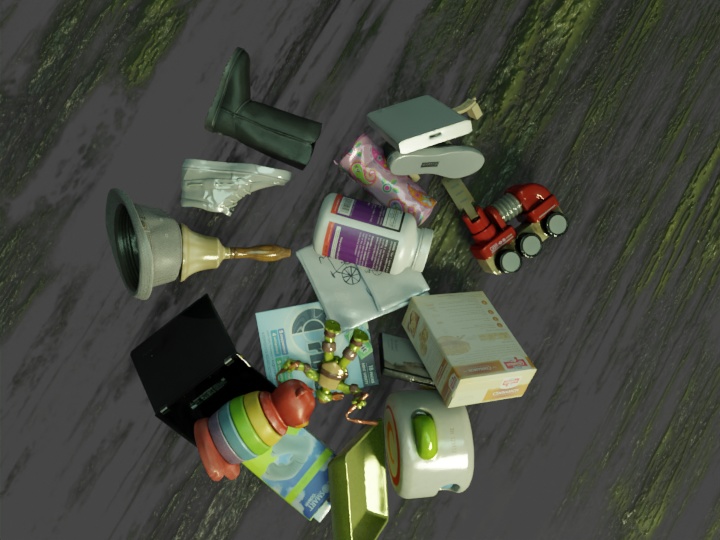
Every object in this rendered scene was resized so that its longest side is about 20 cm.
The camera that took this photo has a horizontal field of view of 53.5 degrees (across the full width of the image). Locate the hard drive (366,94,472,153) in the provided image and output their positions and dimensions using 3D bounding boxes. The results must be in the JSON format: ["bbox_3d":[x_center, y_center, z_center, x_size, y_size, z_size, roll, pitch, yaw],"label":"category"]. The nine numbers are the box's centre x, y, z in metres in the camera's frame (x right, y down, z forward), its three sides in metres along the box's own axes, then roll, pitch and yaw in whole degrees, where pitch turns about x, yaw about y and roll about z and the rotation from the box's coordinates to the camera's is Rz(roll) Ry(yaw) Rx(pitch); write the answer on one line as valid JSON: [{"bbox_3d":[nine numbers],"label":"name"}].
[{"bbox_3d":[0.100,-0.265,1.281,0.131,0.200,0.026,-19,119,-7],"label":"hard drive"}]

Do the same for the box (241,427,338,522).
[{"bbox_3d":[-0.112,0.352,1.291,0.200,0.048,0.122,41,83,-2],"label":"box"}]

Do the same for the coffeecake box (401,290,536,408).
[{"bbox_3d":[0.185,0.132,1.249,0.153,0.200,0.073,-3,131,-24],"label":"coffeecake box"}]

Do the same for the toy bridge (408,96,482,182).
[{"bbox_3d":[0.149,-0.257,1.348,0.200,0.027,0.067,-46,134,-6],"label":"toy bridge"}]

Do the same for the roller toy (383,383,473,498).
[{"bbox_3d":[0.122,0.299,1.256,0.139,0.200,0.183,-4,113,-9],"label":"roller toy"}]

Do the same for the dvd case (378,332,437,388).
[{"bbox_3d":[0.131,0.171,1.286,0.199,0.143,0.018,15,109,-6],"label":"dvd case"}]

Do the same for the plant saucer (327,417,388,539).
[{"bbox_3d":[-0.006,0.377,1.232,0.048,0.200,0.201,-1,96,19],"label":"plant saucer"}]

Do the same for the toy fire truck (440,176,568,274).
[{"bbox_3d":[0.257,-0.116,1.337,0.176,0.129,0.200,-37,102,-8],"label":"toy fire truck"}]

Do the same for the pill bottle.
[{"bbox_3d":[0.022,-0.060,1.258,0.199,0.112,0.113,16,85,1],"label":"pill bottle"}]

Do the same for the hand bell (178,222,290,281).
[{"bbox_3d":[-0.226,-0.032,1.293,0.199,0.104,0.105,0,87,-20],"label":"hand bell"}]

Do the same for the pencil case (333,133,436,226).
[{"bbox_3d":[0.047,-0.161,1.322,0.200,0.087,0.087,43,83,-3],"label":"pencil case"}]

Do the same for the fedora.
[{"bbox_3d":[-0.366,-0.049,1.235,0.090,0.177,0.200,-11,52,-33],"label":"fedora"}]

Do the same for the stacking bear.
[{"bbox_3d":[-0.168,0.255,1.205,0.200,0.121,0.114,-29,72,2],"label":"stacking bear"}]

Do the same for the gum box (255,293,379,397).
[{"bbox_3d":[-0.080,0.143,1.307,0.199,0.045,0.171,-11,88,-7],"label":"gum box"}]

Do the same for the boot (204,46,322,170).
[{"bbox_3d":[-0.163,-0.295,1.310,0.199,0.066,0.165,21,93,-2],"label":"boot"}]

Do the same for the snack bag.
[{"bbox_3d":[0.000,0.000,1.305,0.199,0.021,0.189,-23,73,-11],"label":"snack bag"}]

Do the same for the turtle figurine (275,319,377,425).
[{"bbox_3d":[-0.039,0.176,1.251,0.199,0.064,0.162,24,109,11],"label":"turtle figurine"}]

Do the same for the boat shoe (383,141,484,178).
[{"bbox_3d":[0.134,-0.212,1.302,0.199,0.069,0.057,-3,53,-26],"label":"boat shoe"}]

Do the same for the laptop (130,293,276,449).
[{"bbox_3d":[-0.276,0.186,1.274,0.187,0.116,0.200,-37,120,9],"label":"laptop"}]

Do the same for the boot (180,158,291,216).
[{"bbox_3d":[-0.227,-0.146,1.299,0.199,0.074,0.096,5,92,2],"label":"boot"}]
